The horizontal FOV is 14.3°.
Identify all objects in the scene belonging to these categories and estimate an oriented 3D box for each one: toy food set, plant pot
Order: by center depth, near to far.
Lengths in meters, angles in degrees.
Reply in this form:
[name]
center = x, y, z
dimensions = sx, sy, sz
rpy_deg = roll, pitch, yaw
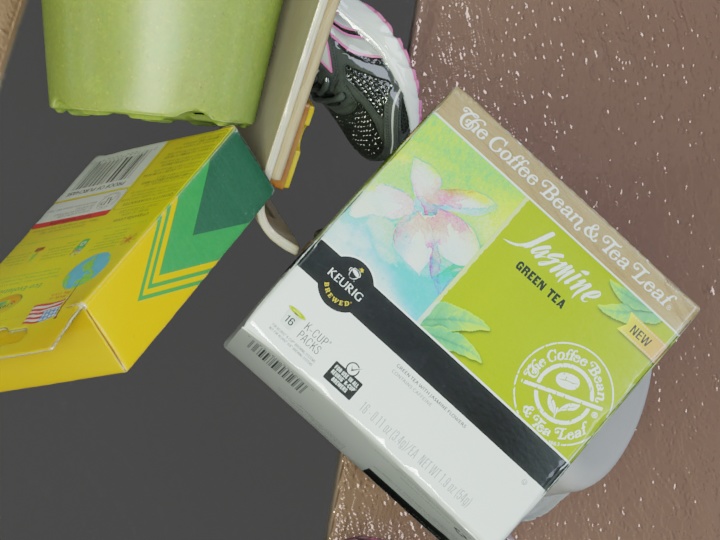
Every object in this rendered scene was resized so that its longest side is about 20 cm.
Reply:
[plant pot]
center = -0.114, -0.182, 1.674
dimensions = 0.200, 0.199, 0.191
rpy_deg = 2, 92, -48
[toy food set]
center = -0.026, -0.122, 1.720
dimensions = 0.060, 0.144, 0.201
rpy_deg = 14, 105, -17

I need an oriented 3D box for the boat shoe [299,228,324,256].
[boat shoe]
center = 0.000, 0.000, 1.833
dimensions = 0.068, 0.072, 0.201
rpy_deg = 45, 52, -34

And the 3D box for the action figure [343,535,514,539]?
[action figure]
center = 0.039, 0.240, 1.817
dimensions = 0.200, 0.148, 0.135
rpy_deg = 43, 32, -66

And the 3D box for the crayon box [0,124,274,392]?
[crayon box]
center = -0.151, 0.004, 1.624
dimensions = 0.051, 0.127, 0.200
rpy_deg = 58, 47, -23

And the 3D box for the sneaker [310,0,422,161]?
[sneaker]
center = -0.043, -0.149, 1.826
dimensions = 0.086, 0.080, 0.200
rpy_deg = -41, 106, -31

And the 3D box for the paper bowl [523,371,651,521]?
[paper bowl]
center = 0.120, 0.066, 1.883
dimensions = 0.200, 0.104, 0.202
rpy_deg = -34, 132, -49

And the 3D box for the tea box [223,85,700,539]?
[tea box]
center = 0.058, 0.034, 1.721
dimensions = 0.200, 0.134, 0.197
rpy_deg = 41, 79, -1
